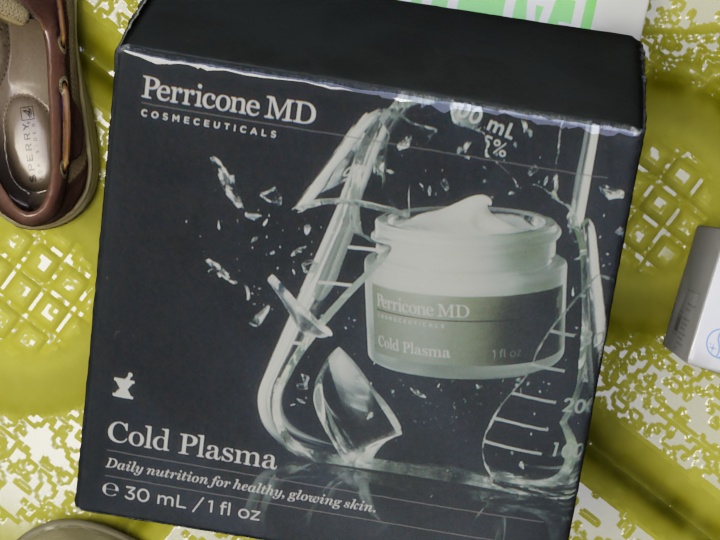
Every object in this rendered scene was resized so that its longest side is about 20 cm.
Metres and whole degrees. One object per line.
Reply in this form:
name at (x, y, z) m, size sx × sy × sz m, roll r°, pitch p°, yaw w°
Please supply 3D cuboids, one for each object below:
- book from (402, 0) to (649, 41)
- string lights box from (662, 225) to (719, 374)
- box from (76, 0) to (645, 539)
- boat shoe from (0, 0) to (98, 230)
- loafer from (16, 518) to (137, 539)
book at (0.067, -0.161, 0.986) m, size 0.133 × 0.048 × 0.201 m, roll 12°, pitch 90°, yaw 0°
string lights box at (0.233, 0.037, 0.958) m, size 0.199 × 0.103 × 0.059 m, roll 16°, pitch 93°, yaw 1°
box at (0.000, 0.000, 0.921) m, size 0.199 × 0.124 × 0.197 m, roll 8°, pitch 112°, yaw 2°
boat shoe at (-0.158, -0.115, 0.980) m, size 0.072 × 0.072 × 0.201 m, roll -10°, pitch 93°, yaw 3°
loafer at (-0.081, 0.190, 0.995) m, size 0.076 × 0.068 × 0.200 m, roll -44°, pitch 91°, yaw 4°
